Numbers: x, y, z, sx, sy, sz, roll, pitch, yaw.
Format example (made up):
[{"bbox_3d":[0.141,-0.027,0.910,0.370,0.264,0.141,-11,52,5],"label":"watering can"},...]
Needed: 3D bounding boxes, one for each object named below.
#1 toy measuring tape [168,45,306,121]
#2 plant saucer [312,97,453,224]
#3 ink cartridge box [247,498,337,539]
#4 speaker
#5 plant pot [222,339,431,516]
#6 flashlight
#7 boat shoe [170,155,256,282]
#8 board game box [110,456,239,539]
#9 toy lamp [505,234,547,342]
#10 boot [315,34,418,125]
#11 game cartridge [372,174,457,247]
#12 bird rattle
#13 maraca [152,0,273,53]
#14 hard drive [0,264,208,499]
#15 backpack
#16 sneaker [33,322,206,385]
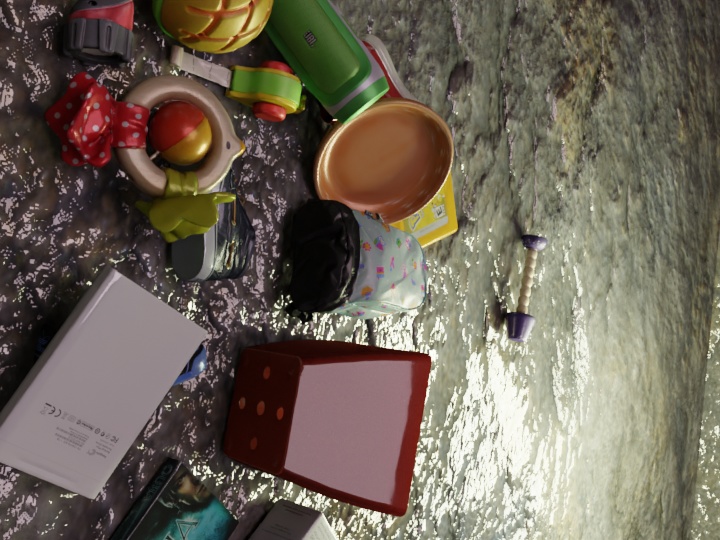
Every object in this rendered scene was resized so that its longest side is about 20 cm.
[{"bbox_3d":[-0.130,-0.225,0.971,0.199,0.073,0.074,14,83,-51],"label":"toy measuring tape"},{"bbox_3d":[0.029,-0.150,1.121,0.199,0.038,0.201,-11,131,-13],"label":"plant saucer"},{"bbox_3d":[-0.108,0.422,1.047,0.200,0.084,0.145,-48,128,-36],"label":"ink cartridge box"},{"bbox_3d":[-0.053,-0.280,0.994,0.200,0.088,0.088,53,50,-6],"label":"speaker"},{"bbox_3d":[-0.054,0.180,1.019,0.176,0.199,0.201,17,80,-39],"label":"plant pot"},{"bbox_3d":[-0.256,-0.308,0.817,0.068,0.067,0.201,101,-9,-87],"label":"flashlight"},{"bbox_3d":[-0.167,-0.087,0.948,0.091,0.070,0.202,1,95,-59],"label":"boat shoe"},{"bbox_3d":[-0.233,0.334,0.929,0.200,0.028,0.136,-57,134,-31],"label":"board game box"},{"bbox_3d":[0.315,0.035,1.553,0.058,0.058,0.201,26,74,-49],"label":"toy lamp"},{"bbox_3d":[0.016,-0.209,1.142,0.200,0.072,0.144,54,53,-20],"label":"boot"},{"bbox_3d":[0.077,-0.116,1.266,0.200,0.032,0.177,-28,114,-47],"label":"game cartridge"},{"bbox_3d":[-0.208,-0.128,0.839,0.200,0.113,0.163,48,61,-12],"label":"bird rattle"},{"bbox_3d":[-0.160,-0.297,0.862,0.107,0.137,0.200,60,6,11],"label":"maraca"},{"bbox_3d":[-0.254,0.111,0.796,0.132,0.027,0.201,42,78,-42],"label":"hard drive"},{"bbox_3d":[0.000,0.000,1.108,0.200,0.126,0.168,19,75,-53],"label":"backpack"},{"bbox_3d":[-0.243,0.082,0.859,0.199,0.070,0.078,-7,106,-49],"label":"sneaker"}]
